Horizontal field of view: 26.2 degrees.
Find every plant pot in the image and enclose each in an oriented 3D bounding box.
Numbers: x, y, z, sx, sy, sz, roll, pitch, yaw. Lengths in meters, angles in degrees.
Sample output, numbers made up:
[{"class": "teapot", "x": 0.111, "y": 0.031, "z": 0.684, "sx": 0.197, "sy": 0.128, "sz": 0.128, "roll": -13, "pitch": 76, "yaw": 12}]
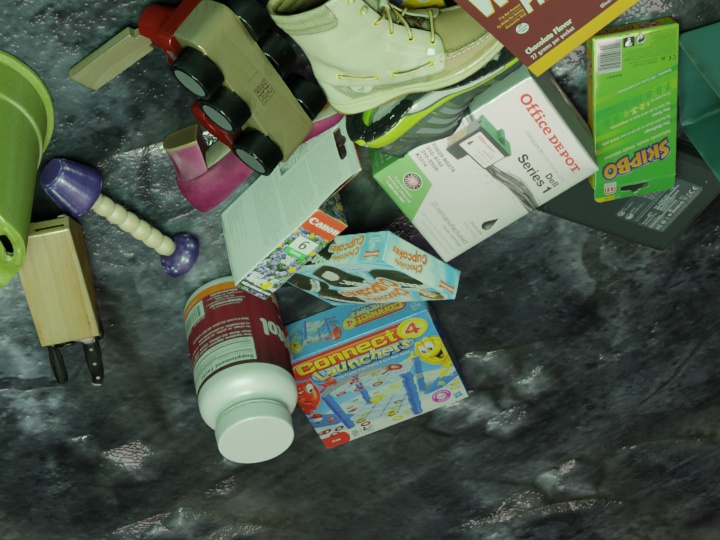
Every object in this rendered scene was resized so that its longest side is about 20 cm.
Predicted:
[{"class": "plant pot", "x": 0.457, "y": -0.196, "z": 1.644, "sx": 0.199, "sy": 0.142, "sz": 0.142, "roll": -23, "pitch": 140, "yaw": -3}, {"class": "plant pot", "x": -0.385, "y": -0.079, "z": 1.465, "sx": 0.199, "sy": 0.191, "sz": 0.201, "roll": -8, "pitch": 139, "yaw": -7}]

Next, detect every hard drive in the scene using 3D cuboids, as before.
[{"class": "hard drive", "x": 0.313, "y": -0.099, "z": 1.781, "sx": 0.199, "sy": 0.033, "sz": 0.140, "roll": 16, "pitch": 130, "yaw": -31}]

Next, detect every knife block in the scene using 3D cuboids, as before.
[{"class": "knife block", "x": -0.310, "y": 0.039, "z": 1.618, "sx": 0.064, "sy": 0.177, "sz": 0.200, "roll": -12, "pitch": 178, "yaw": -5}]

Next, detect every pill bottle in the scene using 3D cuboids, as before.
[{"class": "pill bottle", "x": -0.133, "y": 0.113, "z": 1.748, "sx": 0.112, "sy": 0.201, "sz": 0.113, "roll": -9, "pitch": 139, "yaw": -8}]

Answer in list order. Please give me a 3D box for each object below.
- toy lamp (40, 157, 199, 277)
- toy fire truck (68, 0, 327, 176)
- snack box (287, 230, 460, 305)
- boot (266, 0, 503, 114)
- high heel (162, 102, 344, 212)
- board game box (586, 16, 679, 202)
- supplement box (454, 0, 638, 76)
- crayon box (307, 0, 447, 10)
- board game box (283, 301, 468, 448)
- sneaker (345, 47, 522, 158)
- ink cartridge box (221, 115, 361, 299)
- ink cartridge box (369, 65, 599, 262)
[{"class": "toy lamp", "x": -0.253, "y": -0.058, "z": 1.632, "sx": 0.058, "sy": 0.058, "sz": 0.200, "roll": -36, "pitch": 136, "yaw": 22}, {"class": "toy fire truck", "x": -0.162, "y": -0.183, "z": 1.482, "sx": 0.129, "sy": 0.200, "sz": 0.176, "roll": -52, "pitch": 137, "yaw": -13}, {"class": "snack box", "x": 0.000, "y": 0.000, "z": 1.710, "sx": 0.116, "sy": 0.037, "sz": 0.199, "roll": 27, "pitch": 159, "yaw": -38}, {"class": "boot", "x": 0.030, "y": -0.234, "z": 1.430, "sx": 0.199, "sy": 0.072, "sz": 0.155, "roll": -20, "pitch": 140, "yaw": 17}, {"class": "high heel", "x": -0.099, "y": -0.118, "z": 1.596, "sx": 0.199, "sy": 0.068, "sz": 0.096, "roll": -17, "pitch": 130, "yaw": 10}, {"class": "board game box", "x": 0.292, "y": -0.170, "z": 1.664, "sx": 0.095, "sy": 0.030, "sz": 0.201, "roll": -10, "pitch": 121, "yaw": -6}, {"class": "supplement box", "x": 0.126, "y": -0.319, "z": 1.349, "sx": 0.133, "sy": 0.201, "sz": 0.197, "roll": -36, "pitch": 135, "yaw": 22}, {"class": "crayon box", "x": 0.016, "y": -0.258, "z": 1.497, "sx": 0.125, "sy": 0.052, "sz": 0.200, "roll": -22, "pitch": 138, "yaw": 7}, {"class": "board game box", "x": 0.012, "y": 0.117, "z": 1.909, "sx": 0.199, "sy": 0.056, "sz": 0.196, "roll": -21, "pitch": 139, "yaw": 6}, {"class": "sneaker", "x": 0.083, "y": -0.177, "z": 1.528, "sx": 0.199, "sy": 0.074, "sz": 0.081, "roll": -28, "pitch": 150, "yaw": 23}, {"class": "ink cartridge box", "x": -0.061, "y": -0.072, "z": 1.634, "sx": 0.050, "sy": 0.109, "sz": 0.200, "roll": 27, "pitch": 124, "yaw": -38}, {"class": "ink cartridge box", "x": 0.130, "y": -0.125, "z": 1.633, "sx": 0.199, "sy": 0.085, "sz": 0.146, "roll": -32, "pitch": 121, "yaw": 19}]
